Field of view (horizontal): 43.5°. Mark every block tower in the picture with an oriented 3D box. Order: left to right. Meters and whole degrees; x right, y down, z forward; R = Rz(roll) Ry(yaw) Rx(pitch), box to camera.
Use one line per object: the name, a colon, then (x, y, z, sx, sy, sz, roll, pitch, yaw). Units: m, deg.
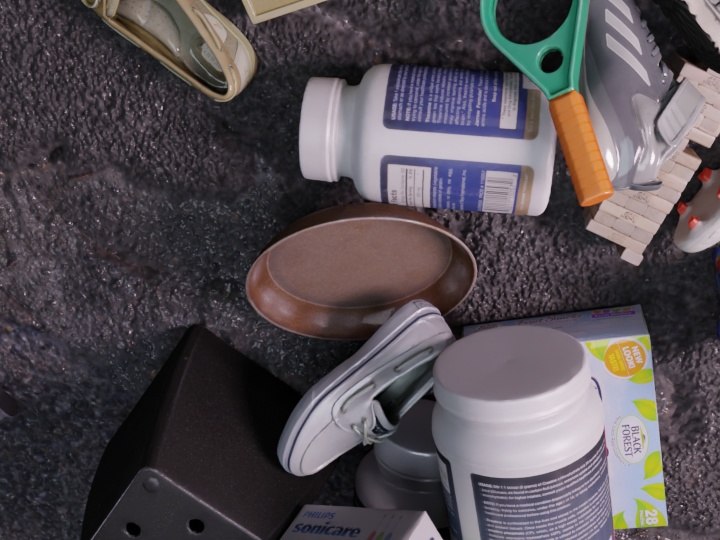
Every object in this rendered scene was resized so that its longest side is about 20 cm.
block tower: (0.248, -0.107, 0.729, 0.057, 0.054, 0.202, 23, 114, -1)

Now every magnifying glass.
magnifying glass: (0.140, -0.144, 0.651, 0.079, 0.022, 0.203, -21, 75, 25)

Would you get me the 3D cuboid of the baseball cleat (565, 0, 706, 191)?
baseball cleat: (0.204, -0.158, 0.679, 0.105, 0.070, 0.203, 4, 86, 5)

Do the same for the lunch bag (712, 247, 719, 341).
lunch bag: (0.399, 0.039, 0.715, 0.197, 0.151, 0.095, -8, 112, 12)

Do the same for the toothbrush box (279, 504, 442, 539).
toothbrush box: (0.027, 0.300, 0.758, 0.145, 0.086, 0.201, -10, 116, 43)

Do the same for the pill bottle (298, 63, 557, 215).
pill bottle: (0.055, -0.107, 0.727, 0.197, 0.111, 0.112, 5, 114, 6)

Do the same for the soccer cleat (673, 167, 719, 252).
soccer cleat: (0.339, -0.080, 0.722, 0.077, 0.069, 0.200, 37, 111, -11)

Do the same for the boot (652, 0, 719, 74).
boot: (0.282, -0.262, 0.620, 0.200, 0.073, 0.182, -43, 112, 9)

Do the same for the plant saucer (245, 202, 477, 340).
plant saucer: (0.000, 0.000, 0.777, 0.197, 0.035, 0.201, -4, 149, -2)

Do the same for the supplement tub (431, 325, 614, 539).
supplement tub: (0.133, 0.163, 0.741, 0.138, 0.141, 0.203, -6, 112, 11)

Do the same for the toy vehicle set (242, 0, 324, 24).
toy vehicle set: (-0.019, -0.278, 0.688, 0.197, 0.027, 0.125, -12, 123, 19)

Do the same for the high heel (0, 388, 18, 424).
high heel: (-0.470, 0.118, 0.922, 0.142, 0.072, 0.201, -31, 114, 13)

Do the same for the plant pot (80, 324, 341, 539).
plant pot: (-0.150, 0.212, 0.860, 0.199, 0.178, 0.201, 35, 113, -8)

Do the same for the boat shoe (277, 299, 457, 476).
boat shoe: (0.006, 0.116, 0.786, 0.201, 0.067, 0.073, -51, 139, 11)

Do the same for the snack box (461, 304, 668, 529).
snack box: (0.190, 0.143, 0.837, 0.166, 0.068, 0.202, -7, 113, 12)

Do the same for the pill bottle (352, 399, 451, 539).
pill bottle: (0.050, 0.234, 0.870, 0.118, 0.120, 0.203, 7, 114, 5)

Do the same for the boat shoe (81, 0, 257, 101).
boat shoe: (-0.174, -0.216, 0.741, 0.200, 0.063, 0.073, 43, 112, -10)
